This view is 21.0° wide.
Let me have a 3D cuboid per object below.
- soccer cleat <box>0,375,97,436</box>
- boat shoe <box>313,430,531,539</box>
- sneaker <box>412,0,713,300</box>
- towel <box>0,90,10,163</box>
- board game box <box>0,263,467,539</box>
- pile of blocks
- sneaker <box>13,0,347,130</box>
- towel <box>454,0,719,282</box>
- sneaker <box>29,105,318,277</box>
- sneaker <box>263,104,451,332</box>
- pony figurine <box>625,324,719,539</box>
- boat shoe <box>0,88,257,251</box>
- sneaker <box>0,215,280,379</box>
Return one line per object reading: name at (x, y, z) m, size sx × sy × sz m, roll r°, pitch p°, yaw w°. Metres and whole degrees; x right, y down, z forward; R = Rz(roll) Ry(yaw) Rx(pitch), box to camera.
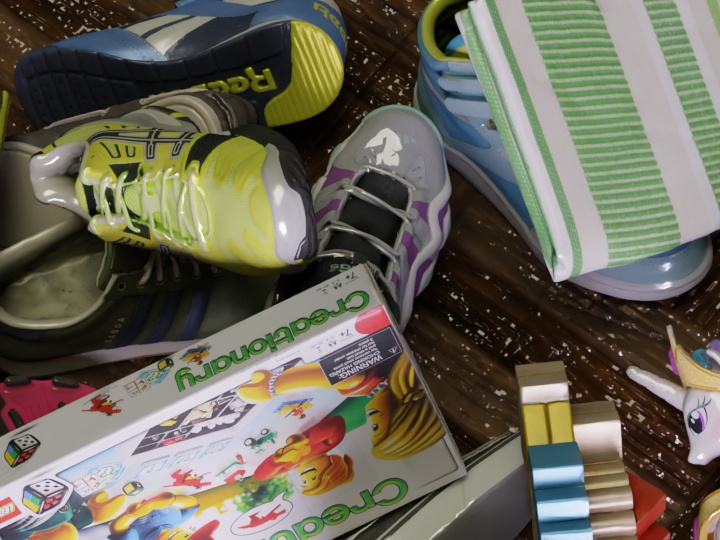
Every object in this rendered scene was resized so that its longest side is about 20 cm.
soccer cleat at (-0.217, 0.116, 0.999) m, size 0.200 × 0.086 × 0.070 m, roll -20°, pitch 55°, yaw -29°
boat shoe at (0.011, 0.130, 0.949) m, size 0.200 × 0.071 × 0.064 m, roll -35°, pitch 59°, yaw -13°
sneaker at (0.099, -0.072, 1.009) m, size 0.200 × 0.131 × 0.080 m, roll 38°, pitch 73°, yaw 23°
towel at (-0.235, -0.007, 1.004) m, size 0.086 × 0.018 × 0.200 m, roll -6°, pitch 59°, yaw 19°
board game box at (-0.063, 0.088, 0.886) m, size 0.200 × 0.126 × 0.035 m, roll -26°, pitch 43°, yaw 1°
pile of blocks at (0.111, 0.134, 0.871) m, size 0.062 × 0.082 × 0.200 m, roll -6°, pitch 75°, yaw 1°
sneaker at (-0.097, -0.115, 1.097) m, size 0.200 × 0.074 × 0.082 m, roll -5°, pitch 33°, yaw 17°
towel at (0.149, -0.088, 0.991) m, size 0.200 × 0.023 × 0.153 m, roll -20°, pitch 89°, yaw -34°
sneaker at (-0.089, -0.031, 0.925) m, size 0.076 × 0.075 × 0.200 m, roll -17°, pitch 16°, yaw -30°
sneaker at (0.000, 0.000, 0.961) m, size 0.078 × 0.140 × 0.200 m, roll 17°, pitch 79°, yaw 0°
pony figurine at (0.221, 0.118, 0.892) m, size 0.193 × 0.167 × 0.200 m, roll -5°, pitch 77°, yaw 18°
boat shoe at (-0.145, -0.054, 1.069) m, size 0.200 × 0.057 × 0.067 m, roll -15°, pitch 96°, yaw 29°
sneaker at (-0.112, 0.001, 1.024) m, size 0.200 × 0.090 × 0.067 m, roll -16°, pitch 64°, yaw 0°
